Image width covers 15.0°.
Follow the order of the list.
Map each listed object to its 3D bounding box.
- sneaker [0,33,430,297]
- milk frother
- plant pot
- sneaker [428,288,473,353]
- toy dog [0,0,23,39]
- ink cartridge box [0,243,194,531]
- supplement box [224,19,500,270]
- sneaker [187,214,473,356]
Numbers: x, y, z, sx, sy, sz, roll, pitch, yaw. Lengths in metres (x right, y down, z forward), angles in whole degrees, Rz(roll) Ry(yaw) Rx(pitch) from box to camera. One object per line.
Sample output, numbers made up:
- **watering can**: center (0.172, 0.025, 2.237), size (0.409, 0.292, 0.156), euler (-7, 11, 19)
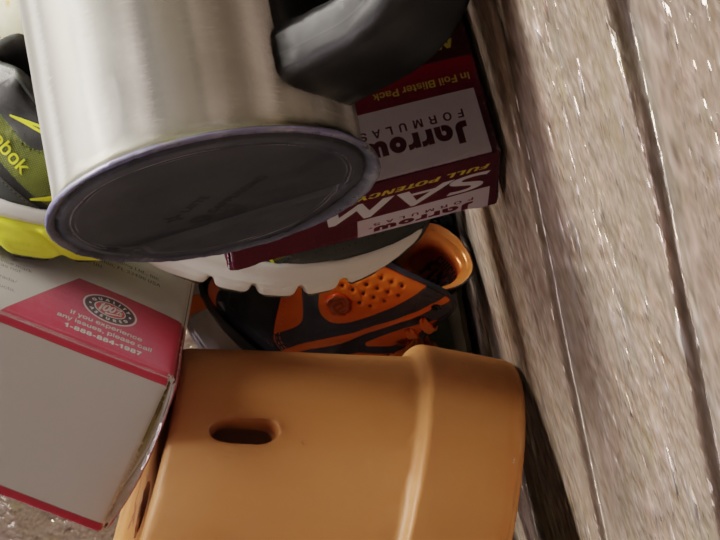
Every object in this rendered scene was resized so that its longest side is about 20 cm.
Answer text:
- **sneaker**: center (-0.066, -0.045, 1.078), size (0.075, 0.199, 0.085), euler (-99, 14, -55)
- **milk frother**: center (-0.083, -0.123, 0.894), size (0.180, 0.199, 0.189), euler (-33, 63, 48)
- **plant pot**: center (-0.028, 0.117, 1.137), size (0.200, 0.139, 0.201), euler (-165, 90, -81)
- **sneaker**: center (0.000, 0.000, 1.305), size (0.067, 0.089, 0.201), euler (-109, 5, -49)
- **toy dog**: center (-0.065, -0.136, 1.165), size (0.193, 0.199, 0.140), euler (23, -99, -44)
- **ink cartridge box**: center (-0.147, 0.003, 1.150), size (0.200, 0.146, 0.083), euler (-86, 19, -63)
- **supplement box**: center (-0.024, -0.112, 1.033), size (0.061, 0.108, 0.201), euler (86, 169, -73)
- **sneaker**: center (0.022, 0.038, 1.241), size (0.200, 0.112, 0.078), euler (36, -146, -34)
